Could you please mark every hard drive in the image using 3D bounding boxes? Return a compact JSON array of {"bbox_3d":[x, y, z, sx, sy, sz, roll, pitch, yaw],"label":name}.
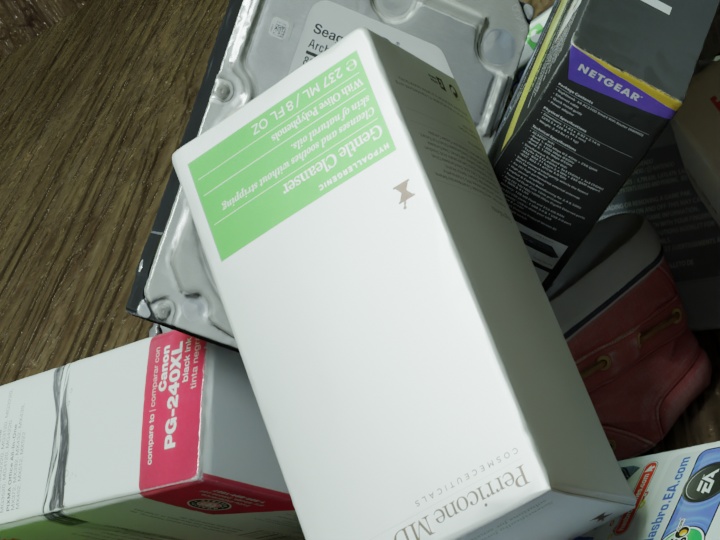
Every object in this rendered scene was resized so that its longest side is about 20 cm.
[{"bbox_3d":[-0.012,-0.053,0.863,0.202,0.139,0.038,-71,17,-5],"label":"hard drive"}]

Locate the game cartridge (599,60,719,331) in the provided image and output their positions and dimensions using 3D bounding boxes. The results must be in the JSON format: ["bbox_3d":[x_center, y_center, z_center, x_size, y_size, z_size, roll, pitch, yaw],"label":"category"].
[{"bbox_3d":[0.143,-0.033,0.928,0.040,0.135,0.199,-8,-1,-39],"label":"game cartridge"}]

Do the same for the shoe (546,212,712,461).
[{"bbox_3d":[0.076,0.064,0.847,0.199,0.092,0.071,-36,17,-21],"label":"shoe"}]

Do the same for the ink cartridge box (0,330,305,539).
[{"bbox_3d":[-0.093,0.098,0.970,0.199,0.144,0.084,-17,65,42],"label":"ink cartridge box"}]

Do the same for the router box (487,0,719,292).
[{"bbox_3d":[0.114,-0.109,0.816,0.201,0.052,0.158,-65,2,-33],"label":"router box"}]

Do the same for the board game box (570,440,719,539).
[{"bbox_3d":[0.062,0.163,0.719,0.195,0.056,0.200,-18,26,42],"label":"board game box"}]

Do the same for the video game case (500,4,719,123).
[{"bbox_3d":[0.144,-0.110,1.060,0.181,0.022,0.200,-35,-24,2],"label":"video game case"}]

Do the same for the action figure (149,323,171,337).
[{"bbox_3d":[-0.073,0.045,1.124,0.069,0.130,0.200,-48,12,6],"label":"action figure"}]

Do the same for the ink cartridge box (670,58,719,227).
[{"bbox_3d":[0.248,-0.057,0.771,0.199,0.083,0.147,-33,60,5],"label":"ink cartridge box"}]

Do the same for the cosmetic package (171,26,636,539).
[{"bbox_3d":[0.015,0.022,0.735,0.107,0.201,0.085,-32,-25,22],"label":"cosmetic package"}]

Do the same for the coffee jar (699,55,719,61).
[{"bbox_3d":[0.199,-0.069,0.970,0.104,0.086,0.199,-39,18,-35],"label":"coffee jar"}]
